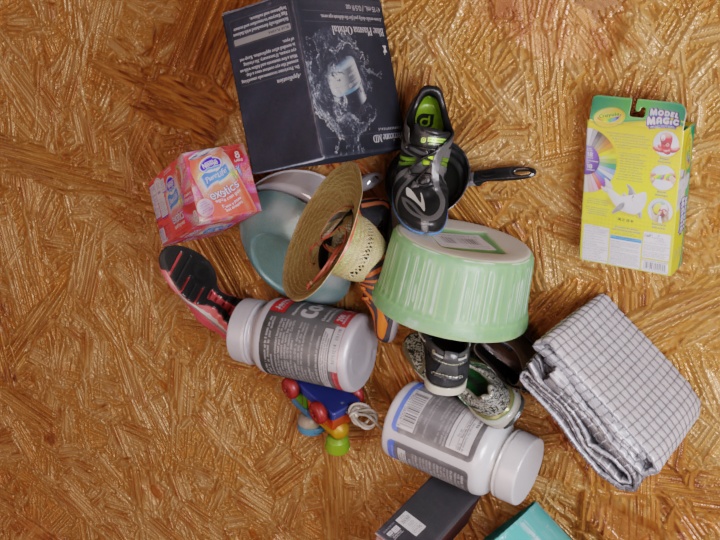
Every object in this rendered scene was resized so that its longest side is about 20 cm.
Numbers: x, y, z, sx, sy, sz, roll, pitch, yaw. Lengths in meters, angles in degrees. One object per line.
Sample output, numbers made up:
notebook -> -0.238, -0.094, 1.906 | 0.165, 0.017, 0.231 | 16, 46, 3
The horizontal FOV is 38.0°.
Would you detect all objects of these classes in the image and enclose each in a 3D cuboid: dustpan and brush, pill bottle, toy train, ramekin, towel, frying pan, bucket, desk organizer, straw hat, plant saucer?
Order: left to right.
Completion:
plant saucer -> -0.106, -0.021, 1.505 | 0.201, 0.039, 0.201 | 24, 137, 24
pill bottle -> -0.086, 0.102, 1.516 | 0.199, 0.114, 0.114 | 10, 113, 24
dustpan and brush -> -0.049, -0.095, 1.470 | 0.200, 0.057, 0.140 | -16, 112, 47
toy train -> -0.032, 0.227, 1.537 | 0.200, 0.085, 0.116 | 35, 138, 41
straw hat -> -0.016, -0.031, 1.319 | 0.085, 0.201, 0.201 | 25, 130, -22
desk organizer -> 0.090, 0.357, 1.452 | 0.072, 0.200, 0.077 | 33, 125, 20
frying pan -> 0.122, -0.130, 1.342 | 0.190, 0.031, 0.115 | -20, 62, 11
ramekin -> 0.120, 0.006, 1.304 | 0.200, 0.200, 0.098 | 20, 110, 27
pill bottle -> 0.139, 0.236, 1.426 | 0.200, 0.114, 0.114 | 20, 118, 27
bucket -> 0.209, 0.417, 1.400 | 0.135, 0.207, 0.207 | 51, 127, 13
towel -> 0.295, 0.145, 1.254 | 0.200, 0.165, 0.086 | 48, 133, 10

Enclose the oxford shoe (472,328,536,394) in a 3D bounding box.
oxford shoe -> 0.226, 0.138, 1.342 | 0.200, 0.084, 0.073 | 32, 127, 6

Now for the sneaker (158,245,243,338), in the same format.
sneaker -> -0.247, 0.046, 1.613 | 0.087, 0.074, 0.200 | -17, 124, 48

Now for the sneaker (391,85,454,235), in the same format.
sneaker -> 0.077, -0.138, 1.292 | 0.071, 0.083, 0.200 | 4, 70, 0

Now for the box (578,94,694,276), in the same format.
box -> 0.320, -0.103, 1.217 | 0.117, 0.048, 0.201 | 13, 117, 31

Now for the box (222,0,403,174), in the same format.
box -> -0.052, -0.234, 1.312 | 0.117, 0.196, 0.201 | -7, 96, 34

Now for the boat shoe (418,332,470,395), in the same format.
boat shoe -> 0.110, 0.075, 1.345 | 0.072, 0.200, 0.068 | -1, 122, 1

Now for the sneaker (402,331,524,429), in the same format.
sneaker -> 0.127, 0.127, 1.384 | 0.200, 0.089, 0.077 | 32, 81, 38

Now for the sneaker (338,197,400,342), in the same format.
sneaker -> 0.000, 0.000, 1.429 | 0.112, 0.078, 0.201 | -1, 99, -3

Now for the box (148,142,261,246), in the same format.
box -> -0.228, -0.107, 1.504 | 0.200, 0.094, 0.103 | -20, 84, 63
